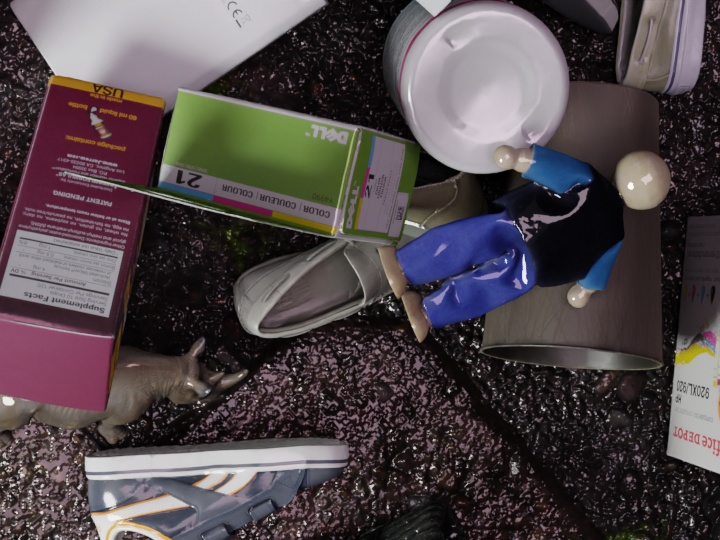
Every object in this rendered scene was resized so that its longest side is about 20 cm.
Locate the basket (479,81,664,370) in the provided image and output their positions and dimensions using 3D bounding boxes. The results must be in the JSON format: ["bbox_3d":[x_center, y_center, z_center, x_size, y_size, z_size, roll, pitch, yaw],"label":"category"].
[{"bbox_3d":[0.167,-0.032,1.017,0.135,0.180,0.202,2,81,21],"label":"basket"}]

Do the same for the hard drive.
[{"bbox_3d":[-0.142,-0.198,0.988,0.199,0.026,0.132,-32,97,10],"label":"hard drive"}]

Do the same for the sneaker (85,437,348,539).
[{"bbox_3d":[-0.105,0.169,1.008,0.198,0.078,0.080,-5,88,2],"label":"sneaker"}]

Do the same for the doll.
[{"bbox_3d":[0.114,-0.027,0.893,0.199,0.049,0.137,-24,119,6],"label":"doll"}]

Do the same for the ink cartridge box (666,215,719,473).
[{"bbox_3d":[0.340,0.062,1.044,0.144,0.147,0.202,5,90,-10],"label":"ink cartridge box"}]

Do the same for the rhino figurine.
[{"bbox_3d":[-0.181,0.087,0.979,0.198,0.088,0.060,-4,61,-10],"label":"rhino figurine"}]

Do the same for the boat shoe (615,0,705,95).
[{"bbox_3d":[0.238,-0.241,1.058,0.062,0.072,0.202,-1,94,-12],"label":"boat shoe"}]

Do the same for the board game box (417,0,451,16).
[{"bbox_3d":[0.061,-0.281,0.872,0.126,0.035,0.200,40,70,-8],"label":"board game box"}]

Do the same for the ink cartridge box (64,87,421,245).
[{"bbox_3d":[-0.069,-0.073,0.870,0.147,0.200,0.076,16,95,26],"label":"ink cartridge box"}]

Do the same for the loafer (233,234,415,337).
[{"bbox_3d":[0.000,0.000,1.018,0.199,0.070,0.070,-26,118,-6],"label":"loafer"}]

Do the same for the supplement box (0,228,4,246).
[{"bbox_3d":[-0.366,0.000,0.941,0.199,0.109,0.110,14,89,-10],"label":"supplement box"}]

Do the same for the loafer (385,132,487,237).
[{"bbox_3d":[-0.001,-0.078,0.992,0.199,0.070,0.075,11,50,11],"label":"loafer"}]

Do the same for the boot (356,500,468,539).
[{"bbox_3d":[0.012,0.276,0.960,0.157,0.080,0.212,-19,51,15],"label":"boot"}]

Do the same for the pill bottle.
[{"bbox_3d":[0.075,-0.145,0.958,0.112,0.200,0.114,-1,107,-5],"label":"pill bottle"}]

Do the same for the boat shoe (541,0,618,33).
[{"bbox_3d":[0.156,-0.242,0.994,0.071,0.200,0.064,29,88,32],"label":"boat shoe"}]

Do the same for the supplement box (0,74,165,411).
[{"bbox_3d":[-0.196,-0.019,0.924,0.085,0.111,0.201,11,57,-8],"label":"supplement box"}]
